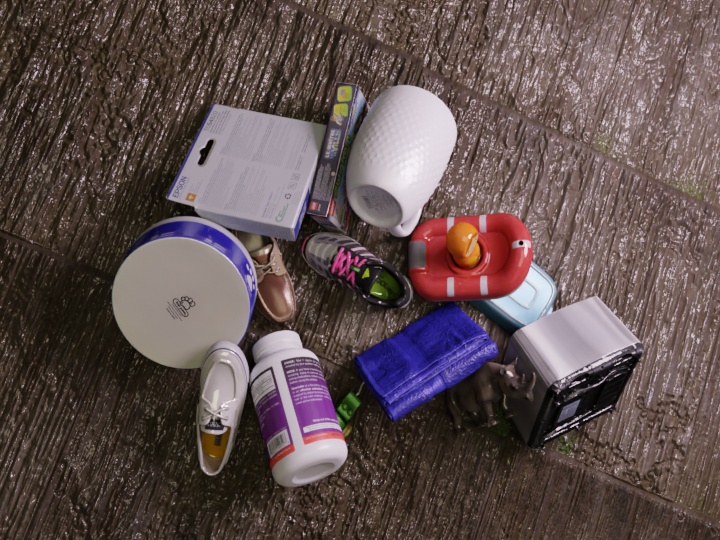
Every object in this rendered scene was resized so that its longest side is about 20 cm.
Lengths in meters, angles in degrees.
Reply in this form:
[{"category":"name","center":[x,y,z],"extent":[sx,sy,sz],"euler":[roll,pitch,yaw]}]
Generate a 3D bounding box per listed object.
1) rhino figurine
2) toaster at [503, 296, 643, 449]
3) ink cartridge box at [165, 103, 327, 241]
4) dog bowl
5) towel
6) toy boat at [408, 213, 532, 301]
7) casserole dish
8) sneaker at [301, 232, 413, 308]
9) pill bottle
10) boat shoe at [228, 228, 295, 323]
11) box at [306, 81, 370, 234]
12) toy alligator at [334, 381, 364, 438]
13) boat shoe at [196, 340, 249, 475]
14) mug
[{"category":"rhino figurine","center":[0.195,0.185,0.998],"extent":[0.058,0.200,0.090],"euler":[-14,74,-34]},{"category":"toaster","center":[0.316,0.154,1.009],"extent":[0.176,0.203,0.120],"euler":[-21,51,-16]},{"category":"ink cartridge box","center":[-0.162,-0.151,0.988],"extent":[0.194,0.041,0.204],"euler":[13,59,7]},{"category":"dog bowl","center":[-0.247,0.033,0.942],"extent":[0.193,0.079,0.206],"euler":[-1,113,-3]},{"category":"towel","center":[0.094,0.127,1.006],"extent":[0.196,0.148,0.051],"euler":[-29,126,-11]},{"category":"toy boat","center":[0.162,-0.031,1.004],"extent":[0.193,0.131,0.135],"euler":[-4,71,15]},{"category":"casserole dish","center":[0.243,0.021,1.091],"extent":[0.198,0.039,0.123],"euler":[37,80,-4]},{"category":"sneaker","center":[0.000,0.000,1.021],"extent":[0.196,0.087,0.075],"euler":[30,90,-6]},{"category":"pill bottle","center":[-0.096,0.195,0.955],"extent":[0.109,0.114,0.204],"euler":[-16,60,-10]},{"category":"boat shoe","center":[-0.154,-0.014,1.008],"extent":[0.074,0.072,0.205],"euler":[-25,90,-10]},{"category":"box","center":[-0.029,-0.169,1.022],"extent":[0.034,0.110,0.207],"euler":[11,83,16]},{"category":"toy alligator","center":[-0.035,0.226,1.017],"extent":[0.059,0.054,0.200],"euler":[45,80,-4]},{"category":"boat shoe","center":[-0.201,0.201,0.938],"extent":[0.069,0.070,0.205],"euler":[11,114,-7]},{"category":"mug","center":[0.059,-0.142,1.007],"extent":[0.143,0.203,0.178],"euler":[8,53,25]}]
